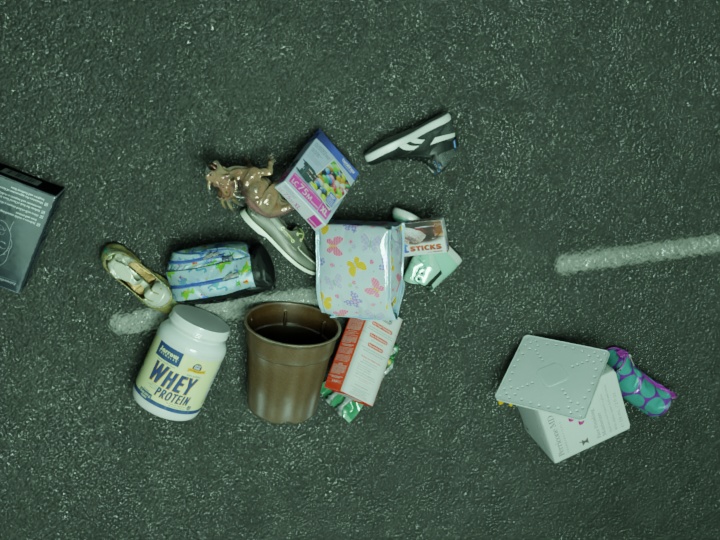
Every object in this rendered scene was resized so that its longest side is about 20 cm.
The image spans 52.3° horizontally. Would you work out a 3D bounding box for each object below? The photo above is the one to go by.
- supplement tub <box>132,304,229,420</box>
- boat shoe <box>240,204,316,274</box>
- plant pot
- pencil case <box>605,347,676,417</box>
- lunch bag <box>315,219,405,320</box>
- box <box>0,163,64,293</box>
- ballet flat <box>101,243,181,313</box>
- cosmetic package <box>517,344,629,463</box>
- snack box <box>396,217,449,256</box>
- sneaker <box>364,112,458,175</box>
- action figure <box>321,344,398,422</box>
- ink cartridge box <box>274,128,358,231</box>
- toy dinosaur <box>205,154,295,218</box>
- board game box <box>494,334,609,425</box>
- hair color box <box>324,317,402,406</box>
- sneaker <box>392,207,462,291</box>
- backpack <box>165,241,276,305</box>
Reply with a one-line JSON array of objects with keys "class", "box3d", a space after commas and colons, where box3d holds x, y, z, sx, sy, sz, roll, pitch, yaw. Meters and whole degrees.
[{"class": "supplement tub", "box3d": [-0.360, 0.185, 1.486, 0.144, 0.145, 0.201, 22, 99, -18]}, {"class": "boat shoe", "box3d": [-0.153, -0.071, 1.503, 0.202, 0.072, 0.060, 42, 98, -16]}, {"class": "plant pot", "box3d": [-0.152, 0.196, 1.521, 0.199, 0.200, 0.199, 4, 111, -14]}, {"class": "pencil case", "box3d": [0.668, 0.272, 1.785, 0.200, 0.085, 0.092, 37, 121, -20]}, {"class": "lunch bag", "box3d": [0.000, 0.000, 1.505, 0.169, 0.127, 0.201, 3, 100, 20]}, {"class": "box", "box3d": [-0.662, -0.084, 1.360, 0.148, 0.107, 0.201, 23, 98, -18]}, {"class": "ballet flat", "box3d": [-0.436, 0.025, 1.466, 0.071, 0.071, 0.200, -45, 110, 2]}, {"class": "cosmetic package", "box3d": [0.482, 0.306, 1.707, 0.199, 0.165, 0.165, -24, 109, -6]}, {"class": "snack box", "box3d": [0.082, -0.065, 1.532, 0.199, 0.024, 0.072, -5, 110, 23]}, {"class": "sneaker", "box3d": [0.116, -0.237, 1.519, 0.199, 0.073, 0.112, -27, 108, -6]}, {"class": "action figure", "box3d": [0.009, 0.235, 1.639, 0.200, 0.055, 0.118, -44, 107, -3]}, {"class": "ink cartridge box", "box3d": [-0.076, -0.187, 1.441, 0.042, 0.200, 0.119, -24, 118, 42]}, {"class": "toy dinosaur", "box3d": [-0.202, -0.149, 1.421, 0.200, 0.086, 0.136, 37, 62, -9]}, {"class": "board game box", "box3d": [0.427, 0.239, 1.627, 0.200, 0.199, 0.026, -54, 140, -36]}, {"class": "hair color box", "box3d": [0.008, 0.175, 1.563, 0.101, 0.061, 0.201, 33, 71, -36]}, {"class": "sneaker", "box3d": [0.118, -0.038, 1.571, 0.200, 0.074, 0.118, 42, 86, -22]}, {"class": "backpack", "box3d": [-0.283, 0.005, 1.459, 0.199, 0.163, 0.154, -24, 101, 1]}]
